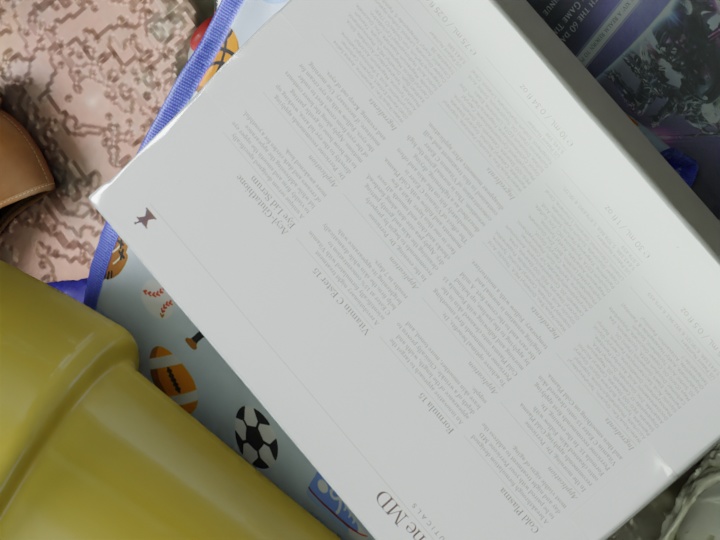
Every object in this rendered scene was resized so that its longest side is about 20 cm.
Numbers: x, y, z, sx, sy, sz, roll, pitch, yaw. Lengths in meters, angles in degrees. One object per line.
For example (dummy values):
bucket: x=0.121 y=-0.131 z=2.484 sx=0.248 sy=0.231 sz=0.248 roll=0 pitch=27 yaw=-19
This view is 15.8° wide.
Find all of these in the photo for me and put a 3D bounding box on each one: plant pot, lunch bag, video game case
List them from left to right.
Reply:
plant pot: x=-0.096 y=0.123 z=0.898 sx=0.188 sy=0.201 sz=0.202 roll=26 pitch=97 yaw=7
lunch bag: x=0.000 y=0.000 z=0.958 sx=0.170 sy=0.124 sz=0.201 roll=34 pitch=103 yaw=20
video game case: x=0.107 y=-0.102 z=0.931 sx=0.200 sy=0.019 sz=0.143 roll=46 pitch=140 yaw=6

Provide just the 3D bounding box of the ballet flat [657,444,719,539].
ballet flat: x=0.132 y=0.139 z=1.009 sx=0.071 sy=0.072 sz=0.201 roll=31 pitch=98 yaw=14

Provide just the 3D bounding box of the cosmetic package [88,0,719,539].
cosmetic package: x=0.030 y=0.000 z=0.855 sx=0.151 sy=0.052 sz=0.200 roll=-42 pitch=85 yaw=16

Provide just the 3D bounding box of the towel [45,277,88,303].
towel: x=-0.134 y=0.105 z=1.039 sx=0.147 sy=0.050 sz=0.202 roll=-4 pitch=71 yaw=17

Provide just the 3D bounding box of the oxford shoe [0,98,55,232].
oxford shoe: x=-0.212 y=0.009 z=1.108 sx=0.200 sy=0.071 sz=0.071 roll=-43 pitch=88 yaw=13

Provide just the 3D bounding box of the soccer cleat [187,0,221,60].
soccer cleat: x=0.028 y=-0.077 z=1.041 sx=0.198 sy=0.069 sz=0.086 roll=-1 pitch=110 yaw=11
